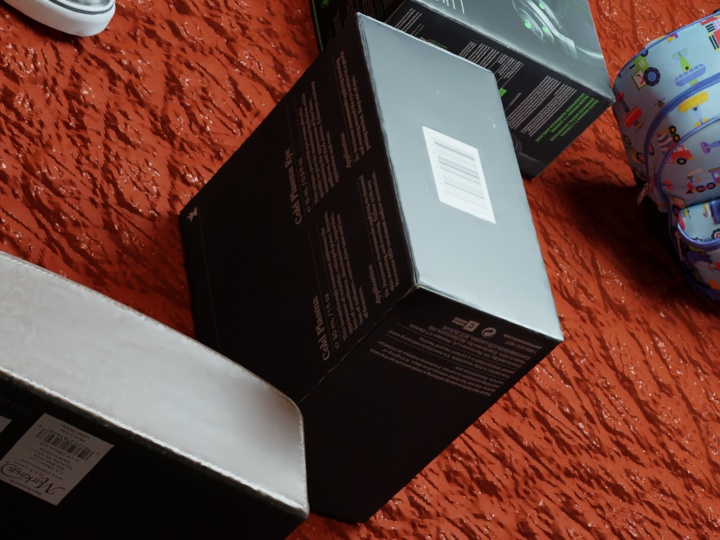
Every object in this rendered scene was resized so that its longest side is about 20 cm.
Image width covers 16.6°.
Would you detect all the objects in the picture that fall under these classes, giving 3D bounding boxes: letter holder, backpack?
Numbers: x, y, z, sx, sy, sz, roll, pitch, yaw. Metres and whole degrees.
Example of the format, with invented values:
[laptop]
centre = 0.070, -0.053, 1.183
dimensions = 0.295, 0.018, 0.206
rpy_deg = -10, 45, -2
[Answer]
[letter holder]
centre = -0.135, 0.060, 1.223
dimensions = 0.199, 0.101, 0.143
rpy_deg = 28, 36, -25
[backpack]
centre = 0.271, -0.090, 1.699
dimensions = 0.200, 0.181, 0.135
rpy_deg = 56, 15, -55

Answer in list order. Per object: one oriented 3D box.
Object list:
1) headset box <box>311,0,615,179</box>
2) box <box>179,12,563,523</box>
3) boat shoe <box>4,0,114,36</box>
[headset box]
centre = 0.071, -0.180, 1.702
dimensions = 0.199, 0.093, 0.175
rpy_deg = 21, 40, -32
[box]
centre = 0.000, 0.000, 1.357
dimensions = 0.104, 0.182, 0.201
rpy_deg = 20, 41, -33
[boat shoe]
centre = -0.213, -0.227, 1.467
dimensions = 0.200, 0.068, 0.072
rpy_deg = 47, 34, 2
